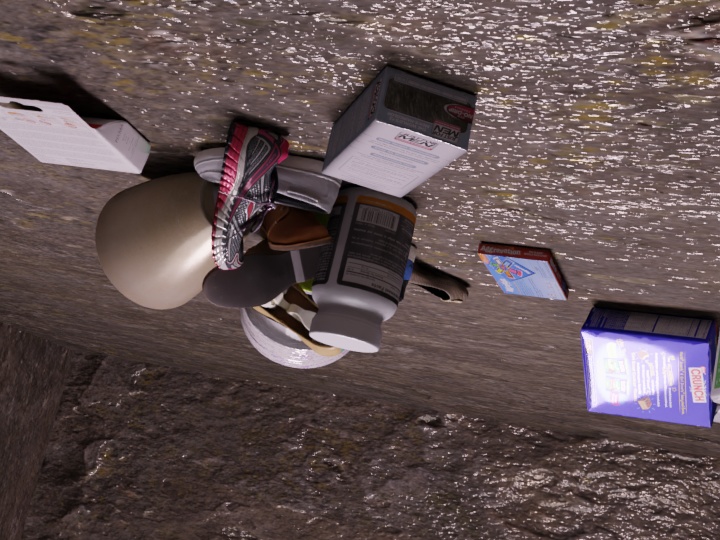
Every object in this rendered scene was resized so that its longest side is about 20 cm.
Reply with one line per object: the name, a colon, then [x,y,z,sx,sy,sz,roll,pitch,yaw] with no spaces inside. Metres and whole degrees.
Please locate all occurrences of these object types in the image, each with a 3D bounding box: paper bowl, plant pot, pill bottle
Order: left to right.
plant pot: [-0.238,-0.062,1.481,0.187,0.188,0.200,22,150,-34]
paper bowl: [-0.088,0.044,1.679,0.200,0.201,0.104,13,144,0]
pill bottle: [0.000,0.000,1.408,0.116,0.200,0.116,13,167,3]

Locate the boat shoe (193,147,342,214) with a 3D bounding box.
boat shoe: [-0.123,-0.109,1.358,0.199,0.069,0.072,10,166,9]

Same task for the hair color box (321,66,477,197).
hair color box: [0.036,-0.139,1.116,0.099,0.061,0.200,16,167,-14]

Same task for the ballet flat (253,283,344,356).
ballet flat: [-0.098,0.044,1.470,0.200,0.069,0.063,35,171,0]

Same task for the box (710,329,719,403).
box: [0.575,0.092,1.321,0.200,0.172,0.199,14,166,-3]

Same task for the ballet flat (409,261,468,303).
ballet flat: [0.102,0.021,1.721,0.067,0.046,0.200,1,162,43]

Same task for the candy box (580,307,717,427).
candy box: [0.462,0.153,1.694,0.200,0.077,0.169,6,124,27]

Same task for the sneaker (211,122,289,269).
sneaker: [-0.139,-0.081,1.297,0.074,0.081,0.200,10,128,-9]

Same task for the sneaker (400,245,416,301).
sneaker: [-0.021,-0.005,1.591,0.200,0.111,0.077,16,166,-14]

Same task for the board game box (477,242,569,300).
board game box: [0.245,0.004,1.582,0.103,0.019,0.200,6,165,20]

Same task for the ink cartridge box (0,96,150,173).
ink cartridge box: [-0.380,-0.188,1.338,0.161,0.050,0.200,8,162,18]

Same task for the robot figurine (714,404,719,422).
robot figurine: [0.588,0.189,1.806,0.199,0.125,0.150,10,142,9]

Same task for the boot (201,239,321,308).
boot: [-0.135,-0.004,1.431,0.200,0.074,0.075,-20,-150,-34]

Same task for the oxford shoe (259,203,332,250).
oxford shoe: [-0.094,-0.069,1.400,0.071,0.071,0.200,-11,-163,-22]

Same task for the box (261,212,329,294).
box: [-0.043,-0.022,1.520,0.200,0.122,0.048,12,176,8]

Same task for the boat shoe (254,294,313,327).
boat shoe: [-0.083,0.061,1.551,0.200,0.069,0.057,14,-150,21]
